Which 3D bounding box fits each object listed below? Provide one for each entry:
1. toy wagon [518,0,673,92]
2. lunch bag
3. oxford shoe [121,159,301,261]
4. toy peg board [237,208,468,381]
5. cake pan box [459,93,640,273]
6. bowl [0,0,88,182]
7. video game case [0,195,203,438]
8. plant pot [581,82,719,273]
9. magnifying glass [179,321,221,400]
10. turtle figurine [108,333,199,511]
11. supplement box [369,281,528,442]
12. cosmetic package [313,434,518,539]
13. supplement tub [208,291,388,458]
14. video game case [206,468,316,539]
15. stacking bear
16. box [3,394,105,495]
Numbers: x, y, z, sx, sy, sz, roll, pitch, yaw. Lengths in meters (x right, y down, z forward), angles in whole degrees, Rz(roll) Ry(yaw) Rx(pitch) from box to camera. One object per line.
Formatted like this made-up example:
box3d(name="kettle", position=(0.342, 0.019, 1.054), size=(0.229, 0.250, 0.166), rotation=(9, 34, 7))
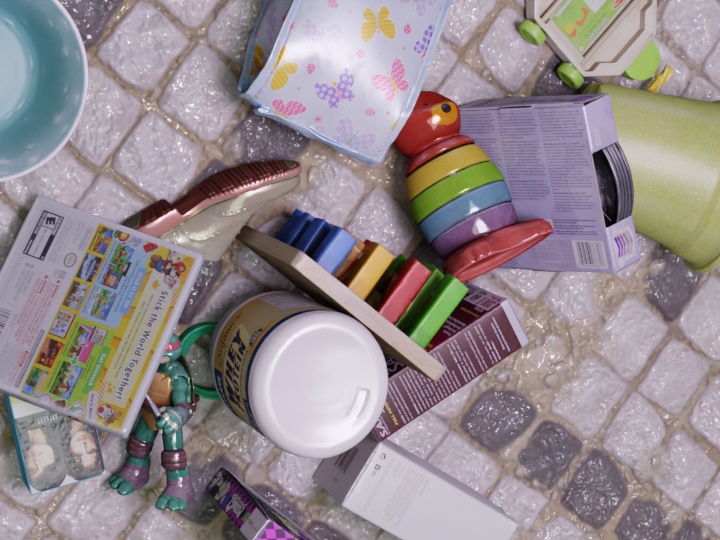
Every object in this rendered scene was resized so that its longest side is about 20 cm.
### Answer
box3d(name="toy wagon", position=(0.270, -0.276, 1.836), size=(0.155, 0.040, 0.200), rotation=(-48, 112, -6))
box3d(name="lunch bag", position=(-0.022, -0.229, 1.689), size=(0.169, 0.127, 0.201), rotation=(22, 81, -20))
box3d(name="oxford shoe", position=(-0.147, -0.054, 1.710), size=(0.199, 0.071, 0.074), rotation=(-23, 111, -4))
box3d(name="toy peg board", position=(0.000, 0.000, 1.700), size=(0.199, 0.200, 0.098), rotation=(39, 84, -21))
box3d(name="cake pan box", position=(0.198, -0.093, 1.757), size=(0.052, 0.199, 0.186), rotation=(-27, 108, -37))
box3d(name="bowl", position=(-0.367, -0.189, 1.580), size=(0.199, 0.105, 0.203), rotation=(-3, 100, -20))
box3d(name="video game case", position=(-0.274, 0.043, 1.619), size=(0.181, 0.023, 0.201), rotation=(20, 67, 5))
box3d(name="plant pot", position=(0.319, -0.118, 1.816), size=(0.183, 0.200, 0.202), rotation=(16, 94, -11))
box3d(name="magnifying glass", position=(-0.113, 0.123, 1.778), size=(0.199, 0.022, 0.080), rotation=(32, 87, -20))
box3d(name="turtle figurine", position=(-0.212, 0.137, 1.690), size=(0.100, 0.149, 0.202), rotation=(-12, 113, -36))
box3d(name="supplement box", position=(0.070, 0.097, 1.792), size=(0.199, 0.109, 0.061), rotation=(-33, 109, -13))
box3d(name="cosmetic package", position=(0.061, 0.252, 1.818), size=(0.199, 0.108, 0.085), rotation=(33, 88, -21))
box3d(name="supplement tub", position=(-0.069, 0.099, 1.671), size=(0.143, 0.200, 0.146), rotation=(-3, 98, -21))
box3d(name="video game case", position=(-0.060, 0.300, 1.742), size=(0.200, 0.181, 0.036), rotation=(42, 84, -22))
box3d(name="stacking bear", position=(0.096, -0.097, 1.751), size=(0.121, 0.114, 0.201), rotation=(-20, 80, -30))
box3d(name="box", position=(-0.321, 0.119, 1.682), size=(0.082, 0.049, 0.202), rotation=(-15, 104, -17))
